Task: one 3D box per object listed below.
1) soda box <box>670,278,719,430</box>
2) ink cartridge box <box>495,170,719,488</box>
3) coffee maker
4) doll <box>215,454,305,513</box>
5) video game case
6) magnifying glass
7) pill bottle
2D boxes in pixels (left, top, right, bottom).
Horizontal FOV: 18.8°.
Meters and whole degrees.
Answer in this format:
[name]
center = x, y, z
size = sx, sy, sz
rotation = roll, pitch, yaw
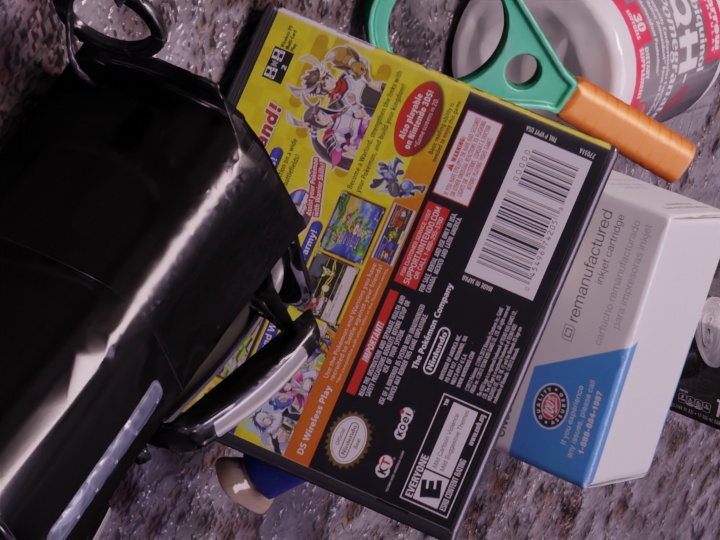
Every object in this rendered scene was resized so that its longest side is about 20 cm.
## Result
[soda box]
center = 0.157, 0.028, 1.299
size = 0.071, 0.200, 0.064
rotation = -26, 131, -53
[ink cartridge box]
center = 0.068, 0.007, 1.121
size = 0.084, 0.200, 0.146
rotation = -3, 112, -59
[coffee maker]
center = -0.131, 0.016, 0.867
size = 0.200, 0.134, 0.192
rotation = -55, 127, -28
[doll]
center = 0.011, 0.037, 1.068
size = 0.200, 0.137, 0.048
rotation = -31, 146, 20
[video game case]
center = 0.000, 0.000, 1.016
size = 0.026, 0.180, 0.201
rotation = 52, 61, -84
[magnifying glass]
center = 0.091, -0.101, 1.136
size = 0.200, 0.022, 0.080
rotation = 27, 106, -22
[pill bottle]
center = 0.147, -0.134, 1.262
size = 0.200, 0.110, 0.111
rotation = -25, 130, -54
